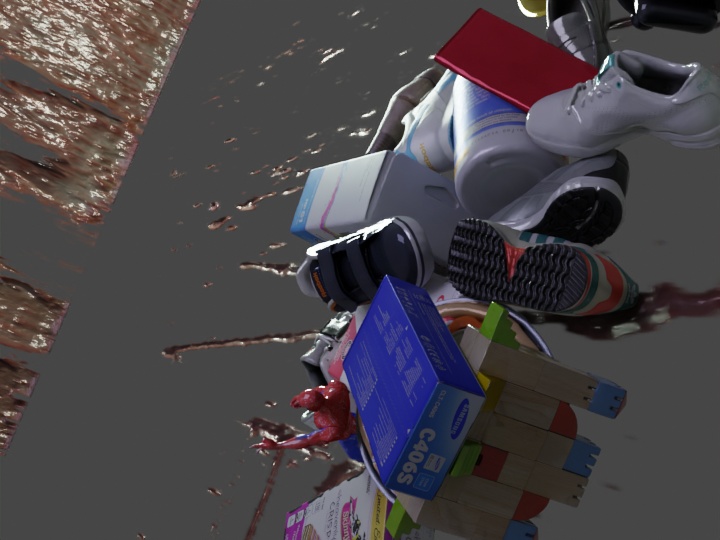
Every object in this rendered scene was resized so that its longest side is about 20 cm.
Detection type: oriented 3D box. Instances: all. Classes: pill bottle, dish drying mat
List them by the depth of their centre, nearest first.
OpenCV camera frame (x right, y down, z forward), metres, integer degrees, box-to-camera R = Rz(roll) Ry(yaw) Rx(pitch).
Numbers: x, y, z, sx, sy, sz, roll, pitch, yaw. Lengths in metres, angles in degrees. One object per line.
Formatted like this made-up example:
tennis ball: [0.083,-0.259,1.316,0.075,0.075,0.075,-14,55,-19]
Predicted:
dish drying mat: [0.168,-0.180,1.117,0.200,0.018,0.077,34,74,28]
pill bottle: [0.148,-0.150,1.187,0.112,0.112,0.201,-44,31,40]

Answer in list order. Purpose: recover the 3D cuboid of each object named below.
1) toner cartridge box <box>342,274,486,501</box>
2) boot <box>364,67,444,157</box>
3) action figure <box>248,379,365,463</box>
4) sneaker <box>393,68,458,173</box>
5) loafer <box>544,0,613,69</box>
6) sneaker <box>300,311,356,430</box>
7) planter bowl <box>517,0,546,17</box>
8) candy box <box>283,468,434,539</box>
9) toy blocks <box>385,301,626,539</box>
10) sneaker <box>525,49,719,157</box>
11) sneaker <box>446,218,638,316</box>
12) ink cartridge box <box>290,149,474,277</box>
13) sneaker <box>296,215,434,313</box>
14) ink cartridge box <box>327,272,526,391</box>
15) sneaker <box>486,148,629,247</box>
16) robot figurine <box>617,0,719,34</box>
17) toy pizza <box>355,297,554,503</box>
toner cartridge box: [0.037,0.087,0.946,0.200,0.043,0.095,-113,45,-65]
boot: [0.055,-0.148,1.433,0.146,0.070,0.200,-52,-11,-24]
action figure: [-0.034,0.155,1.131,0.098,0.200,0.066,-6,62,18]
sneaker: [0.091,-0.174,1.311,0.080,0.077,0.200,-16,26,27]
loafer: [0.211,-0.220,1.171,0.070,0.070,0.201,-40,34,39]
sneaker: [-0.018,0.083,1.300,0.074,0.088,0.201,-22,55,61]
planter bowl: [0.210,-0.395,1.335,0.200,0.083,0.201,-46,30,36]
candy box: [-0.008,0.278,1.150,0.200,0.061,0.137,-38,37,46]
toy blocks: [0.123,0.139,0.934,0.201,0.136,0.100,-68,18,5]
sneaker: [0.216,-0.149,0.998,0.199,0.088,0.076,1,60,43]
sneaker: [0.156,0.004,1.032,0.199,0.093,0.071,18,94,59]
ink cartridge box: [0.032,-0.055,1.295,0.200,0.144,0.085,-6,61,64]
sneaker: [0.000,0.000,1.158,0.200,0.079,0.079,-20,91,66]
ink cartridge box: [0.061,0.077,1.179,0.146,0.084,0.200,-65,21,0]
sneaker: [0.176,-0.048,1.094,0.200,0.074,0.080,-30,24,50]
robot figurine: [0.275,-0.299,1.045,0.150,0.125,0.201,-28,41,35]
toy pizza: [0.079,0.120,1.032,0.199,0.032,0.202,-8,72,28]
